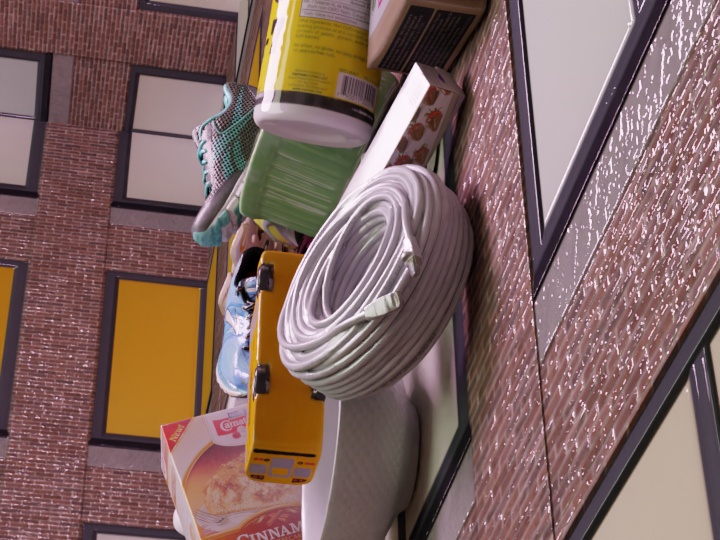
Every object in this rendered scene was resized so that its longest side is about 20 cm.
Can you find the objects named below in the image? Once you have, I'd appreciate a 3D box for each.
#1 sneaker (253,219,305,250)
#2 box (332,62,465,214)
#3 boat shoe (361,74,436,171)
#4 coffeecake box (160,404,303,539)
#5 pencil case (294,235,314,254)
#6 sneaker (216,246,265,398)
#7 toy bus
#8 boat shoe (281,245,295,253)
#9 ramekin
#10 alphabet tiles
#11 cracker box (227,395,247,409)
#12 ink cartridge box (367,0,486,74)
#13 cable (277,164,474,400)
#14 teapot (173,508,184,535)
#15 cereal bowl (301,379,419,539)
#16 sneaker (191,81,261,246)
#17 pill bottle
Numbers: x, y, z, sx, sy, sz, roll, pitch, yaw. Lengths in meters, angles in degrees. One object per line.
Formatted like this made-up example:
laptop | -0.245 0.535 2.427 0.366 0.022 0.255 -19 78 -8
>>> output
sneaker | -0.060 -0.055 1.923 0.200 0.076 0.076 36 -106 -72
box | 0.024 -0.084 1.507 0.201 0.038 0.042 -61 33 25
boat shoe | 0.031 -0.087 1.580 0.073 0.061 0.203 165 111 -80
coffeecake box | -0.091 0.227 1.658 0.073 0.152 0.201 97 154 -49
pencil case | -0.039 0.042 1.865 0.091 0.093 0.201 -60 -7 -30
sneaker | -0.110 0.051 1.767 0.201 0.077 0.091 -101 10 -52
toy bus | -0.066 0.083 1.558 0.079 0.064 0.202 107 166 -54
boat shoe | -0.078 0.024 2.020 0.072 0.071 0.203 -19 -75 -55
ramekin | -0.037 -0.129 1.753 0.200 0.097 0.202 24 -90 -86
alphabet tiles | -0.113 -0.033 1.960 0.196 0.014 0.202 80 -151 -67
cracker box | -0.078 0.172 1.866 0.058 0.132 0.201 -93 13 -49
ink cartridge box | 0.059 -0.288 1.502 0.165 0.074 0.202 128 147 -71
cable | 0.011 0.008 1.416 0.200 0.069 0.201 -39 28 39
teapot | -0.102 0.290 1.773 0.200 0.144 0.199 126 134 -58
cereal bowl | 0.002 0.160 1.534 0.200 0.082 0.203 -173 90 -80
sneaker | -0.141 -0.114 1.822 0.078 0.090 0.201 104 -170 -60
pill bottle | -0.029 -0.224 1.611 0.114 0.113 0.203 150 130 -79
